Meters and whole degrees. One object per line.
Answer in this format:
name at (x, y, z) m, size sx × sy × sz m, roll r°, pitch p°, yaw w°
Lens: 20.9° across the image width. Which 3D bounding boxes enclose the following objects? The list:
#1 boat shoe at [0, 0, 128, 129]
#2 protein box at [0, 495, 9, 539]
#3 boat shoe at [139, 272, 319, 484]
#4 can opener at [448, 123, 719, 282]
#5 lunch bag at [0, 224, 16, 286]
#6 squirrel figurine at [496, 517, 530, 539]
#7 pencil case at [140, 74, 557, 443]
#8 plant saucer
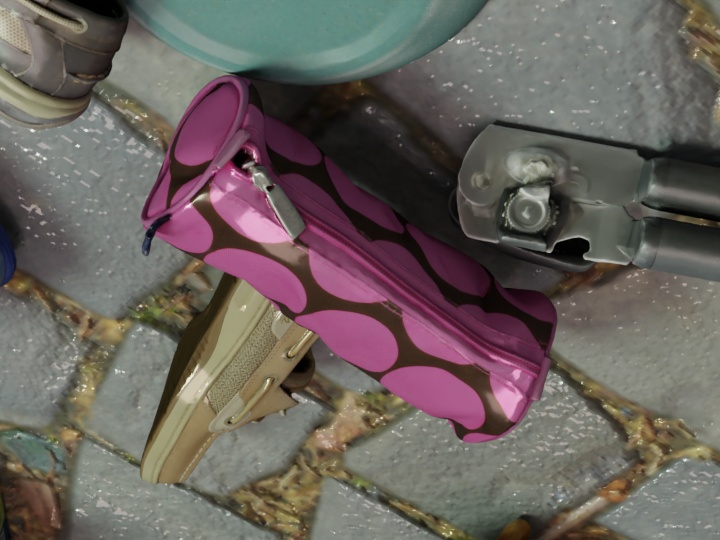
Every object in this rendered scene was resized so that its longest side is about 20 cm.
boat shoe at (-0.177, -0.147, 0.802) m, size 0.200 × 0.075 × 0.073 m, roll 39°, pitch 116°, yaw -16°
protein box at (-0.325, 0.216, 1.120) m, size 0.199 × 0.199 × 0.135 m, roll 8°, pitch 137°, yaw 6°
boat shoe at (-0.056, 0.049, 0.971) m, size 0.064 × 0.071 × 0.200 m, roll 23°, pitch 134°, yaw -11°
can opener at (0.139, -0.021, 0.877) m, size 0.199 × 0.054 × 0.067 m, roll 11°, pitch 169°, yaw 2°
lunch bag at (-0.279, -0.024, 0.943) m, size 0.160 × 0.076 × 0.200 m, roll -17°, pitch 130°, yaw 31°
squirrel figurine at (0.072, 0.228, 1.105) m, size 0.199 × 0.142 × 0.187 m, roll 13°, pitch 128°, yaw -20°
pencil case at (0.000, 0.000, 0.858) m, size 0.200 × 0.091 × 0.094 m, roll 33°, pitch 160°, yaw -21°
plant saucer at (-0.037, -0.144, 0.792) m, size 0.199 × 0.036 × 0.201 m, roll 7°, pitch 136°, yaw 7°
